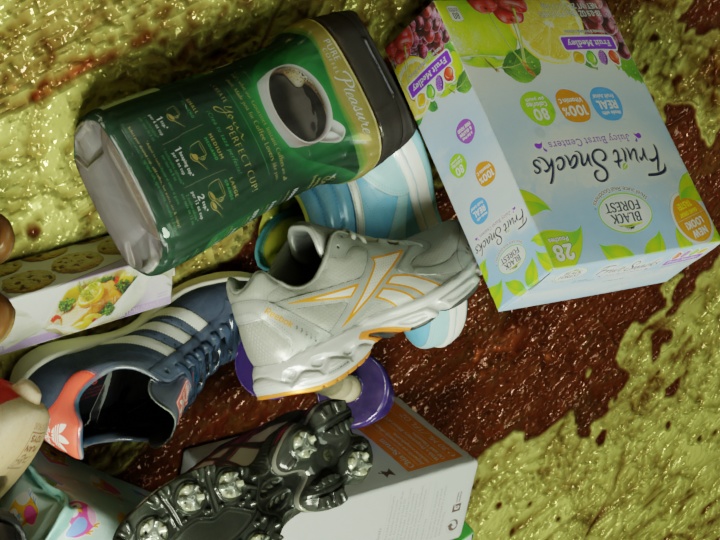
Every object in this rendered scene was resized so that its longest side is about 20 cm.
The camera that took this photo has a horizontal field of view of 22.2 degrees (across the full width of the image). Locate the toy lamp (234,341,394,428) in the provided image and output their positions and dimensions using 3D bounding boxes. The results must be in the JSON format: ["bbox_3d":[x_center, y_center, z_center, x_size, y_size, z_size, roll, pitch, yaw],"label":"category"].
[{"bbox_3d":[-0.023,0.076,1.271,0.058,0.058,0.200,-55,160,2],"label":"toy lamp"}]

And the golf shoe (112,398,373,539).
[{"bbox_3d":[-0.083,0.149,1.169,0.200,0.088,0.078,-26,99,-37],"label":"golf shoe"}]

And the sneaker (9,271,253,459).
[{"bbox_3d":[-0.122,0.067,1.183,0.199,0.084,0.075,-26,132,-29],"label":"sneaker"}]

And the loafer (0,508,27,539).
[{"bbox_3d":[-0.211,0.240,1.068,0.072,0.063,0.201,-9,109,-22],"label":"loafer"}]

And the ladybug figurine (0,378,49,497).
[{"bbox_3d":[-0.268,0.127,1.077,0.200,0.072,0.136,-42,170,1],"label":"ladybug figurine"}]

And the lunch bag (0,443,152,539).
[{"bbox_3d":[-0.205,0.230,1.188,0.170,0.122,0.200,34,93,-43],"label":"lunch bag"}]

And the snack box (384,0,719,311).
[{"bbox_3d":[0.129,-0.083,1.230,0.168,0.201,0.068,-9,160,-40],"label":"snack box"}]

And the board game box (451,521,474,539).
[{"bbox_3d":[0.010,0.280,1.445,0.153,0.040,0.200,-30,150,-25],"label":"board game box"}]

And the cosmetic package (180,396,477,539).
[{"bbox_3d":[-0.024,0.161,1.327,0.199,0.101,0.072,-12,124,-39],"label":"cosmetic package"}]

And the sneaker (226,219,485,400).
[{"bbox_3d":[0.000,0.000,1.158,0.200,0.076,0.092,-33,105,-38],"label":"sneaker"}]

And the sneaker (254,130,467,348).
[{"bbox_3d":[-0.006,-0.005,1.250,0.130,0.079,0.201,-35,126,-23],"label":"sneaker"}]

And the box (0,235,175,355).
[{"bbox_3d":[-0.205,0.020,1.107,0.199,0.041,0.039,-17,127,-34],"label":"box"}]

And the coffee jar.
[{"bbox_3d":[-0.067,-0.081,1.118,0.199,0.085,0.105,-26,88,-27],"label":"coffee jar"}]

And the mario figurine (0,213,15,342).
[{"bbox_3d":[-0.255,-0.027,0.968,0.106,0.123,0.200,-53,139,7],"label":"mario figurine"}]
